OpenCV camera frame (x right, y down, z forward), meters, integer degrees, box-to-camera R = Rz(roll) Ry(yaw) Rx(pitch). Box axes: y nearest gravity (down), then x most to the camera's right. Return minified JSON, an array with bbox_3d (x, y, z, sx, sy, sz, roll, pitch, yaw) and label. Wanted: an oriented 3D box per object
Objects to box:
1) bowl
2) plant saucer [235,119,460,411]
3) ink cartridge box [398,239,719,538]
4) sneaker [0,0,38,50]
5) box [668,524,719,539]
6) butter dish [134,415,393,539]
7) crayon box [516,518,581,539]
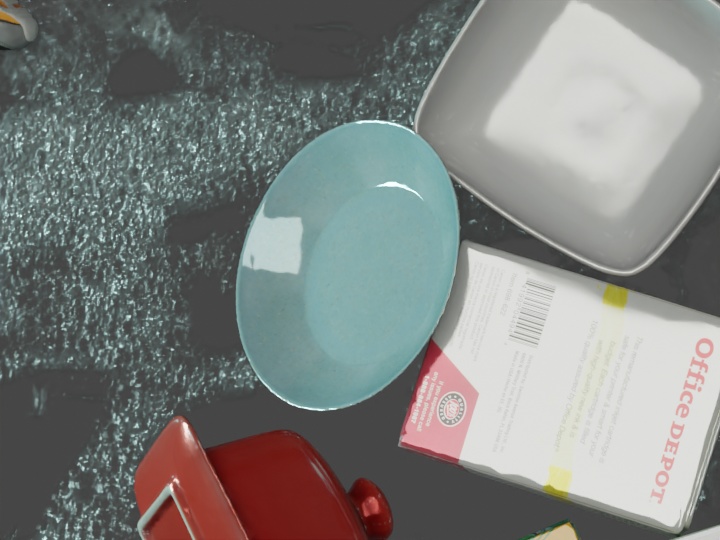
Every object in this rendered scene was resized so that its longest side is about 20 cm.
[{"bbox_3d":[0.159,-0.111,1.731,0.199,0.075,0.200,33,87,11],"label":"bowl"},{"bbox_3d":[0.000,0.000,1.720,0.200,0.039,0.203,-17,64,38],"label":"plant saucer"},{"bbox_3d":[0.142,0.082,1.700,0.199,0.083,0.146,18,84,9],"label":"ink cartridge box"},{"bbox_3d":[-0.324,-0.170,1.801,0.198,0.078,0.078,7,96,11],"label":"sneaker"},{"bbox_3d":[0.177,0.278,1.665,0.198,0.097,0.178,-17,79,4],"label":"box"},{"bbox_3d":[-0.047,0.182,1.678,0.147,0.200,0.201,-22,79,-21],"label":"butter dish"},{"bbox_3d":[0.116,0.271,1.594,0.118,0.058,0.201,-23,79,4],"label":"crayon box"}]
